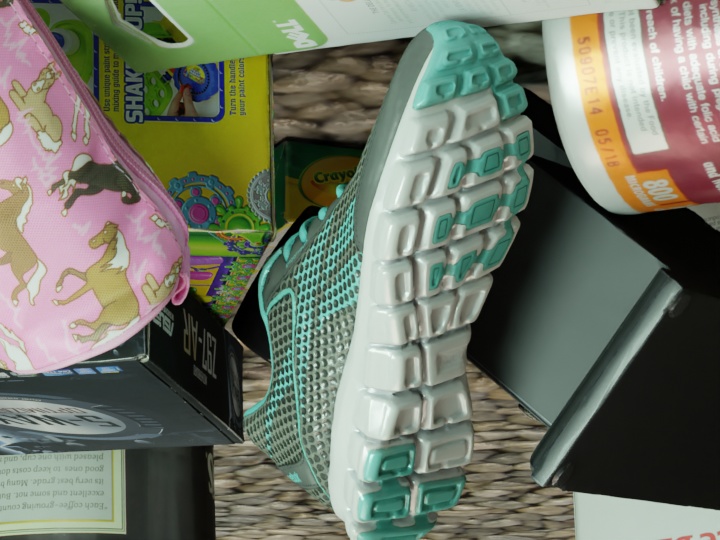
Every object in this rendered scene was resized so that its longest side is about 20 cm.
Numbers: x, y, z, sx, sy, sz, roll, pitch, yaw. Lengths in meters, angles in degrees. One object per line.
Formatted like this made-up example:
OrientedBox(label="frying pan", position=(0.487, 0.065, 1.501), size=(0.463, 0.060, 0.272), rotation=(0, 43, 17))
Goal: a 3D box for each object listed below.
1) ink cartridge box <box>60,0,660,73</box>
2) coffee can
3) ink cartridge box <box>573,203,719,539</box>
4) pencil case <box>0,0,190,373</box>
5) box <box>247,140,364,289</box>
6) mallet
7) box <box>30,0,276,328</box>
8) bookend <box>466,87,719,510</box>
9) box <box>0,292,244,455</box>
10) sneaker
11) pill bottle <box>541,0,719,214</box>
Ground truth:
OrientedBox(label="ink cartridge box", position=(-0.002, -0.123, 0.987), size=(0.199, 0.060, 0.104), rotation=(-6, 164, 15))
OrientedBox(label="coffee can", position=(-0.142, 0.055, 1.364), size=(0.146, 0.201, 0.146), rotation=(-2, 166, 0))
OrientedBox(label="ink cartridge box", position=(0.188, 0.069, 1.462), size=(0.145, 0.201, 0.084), rotation=(-11, 163, 32))
OrientedBox(label="pencil case", position=(-0.137, -0.059, 0.967), size=(0.086, 0.083, 0.200), rotation=(-3, 126, 47))
OrientedBox(label="box", position=(0.032, -0.019, 1.413), size=(0.199, 0.049, 0.117), rotation=(8, 162, -24))
OrientedBox(label="mallet", position=(0.002, -0.007, 1.246), size=(0.041, 0.066, 0.200), rotation=(35, -160, 9))
OrientedBox(label="box", position=(-0.142, -0.046, 1.138), size=(0.192, 0.123, 0.200), rotation=(1, 165, -11))
OrientedBox(label="bookend", position=(0.072, -0.001, 1.150), size=(0.199, 0.092, 0.200), rotation=(40, -168, 27))
OrientedBox(label="box", position=(-0.159, 0.038, 1.130), size=(0.199, 0.044, 0.160), rotation=(-3, 165, 10))
OrientedBox(label="sneaker", position=(0.000, 0.000, 1.034), size=(0.091, 0.201, 0.077), rotation=(27, -156, 36))
OrientedBox(label="pill bottle", position=(0.176, -0.089, 1.032), size=(0.199, 0.115, 0.114), rotation=(-8, 164, 24))
